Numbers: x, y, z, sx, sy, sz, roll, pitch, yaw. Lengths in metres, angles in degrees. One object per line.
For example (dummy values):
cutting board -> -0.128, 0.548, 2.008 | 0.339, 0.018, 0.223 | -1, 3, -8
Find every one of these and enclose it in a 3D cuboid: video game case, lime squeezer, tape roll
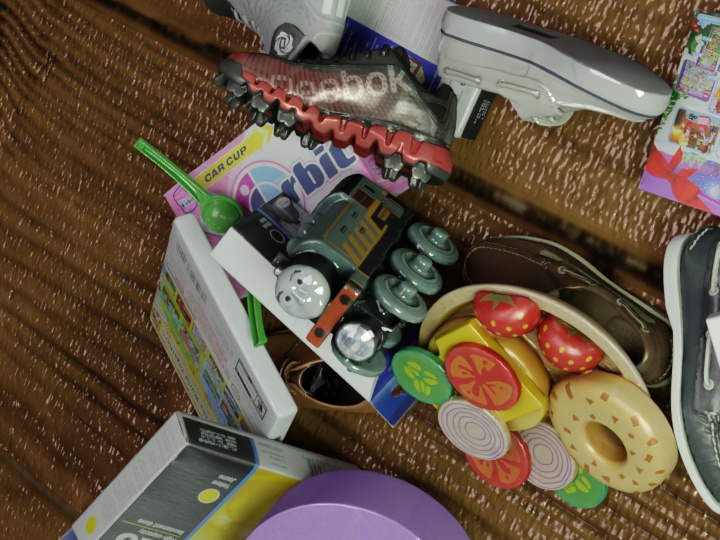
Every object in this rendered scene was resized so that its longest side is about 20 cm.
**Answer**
video game case -> -0.124, 0.077, 1.235 | 0.200, 0.023, 0.182 | 60, 153, 20
lime squeezer -> -0.117, -0.028, 1.176 | 0.200, 0.071, 0.038 | 59, 139, 9
tape roll -> -0.003, 0.262, 1.120 | 0.199, 0.066, 0.201 | 5, 108, 16

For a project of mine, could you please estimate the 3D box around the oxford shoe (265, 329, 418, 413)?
oxford shoe -> -0.048, 0.086, 1.211 | 0.199, 0.071, 0.072 | 0, 89, 38

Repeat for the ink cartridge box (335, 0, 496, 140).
ink cartridge box -> 0.035, -0.194, 1.186 | 0.200, 0.037, 0.095 | 34, 108, 31

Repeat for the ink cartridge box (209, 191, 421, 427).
ink cartridge box -> -0.019, 0.028, 1.129 | 0.200, 0.099, 0.039 | 43, 119, 2

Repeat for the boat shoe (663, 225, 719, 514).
boat shoe -> 0.255, 0.067, 0.974 | 0.060, 0.075, 0.201 | -17, 82, 53

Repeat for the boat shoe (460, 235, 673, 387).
boat shoe -> 0.150, 0.023, 1.062 | 0.202, 0.075, 0.075 | 25, 102, 35

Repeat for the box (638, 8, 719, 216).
box -> 0.304, -0.091, 0.976 | 0.200, 0.039, 0.137 | 24, 101, 35

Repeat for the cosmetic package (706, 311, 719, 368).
cosmetic package -> 0.322, 0.105, 0.901 | 0.150, 0.052, 0.201 | -17, 87, 18

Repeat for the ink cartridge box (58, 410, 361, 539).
ink cartridge box -> -0.128, 0.214, 1.185 | 0.200, 0.197, 0.047 | -48, 42, 24

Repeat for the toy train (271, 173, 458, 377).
toy train -> 0.000, 0.000, 1.067 | 0.114, 0.200, 0.085 | 36, 118, 0

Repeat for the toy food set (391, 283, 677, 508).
toy food set -> 0.124, 0.095, 1.039 | 0.200, 0.049, 0.198 | 47, 142, -8

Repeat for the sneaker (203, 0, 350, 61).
sneaker -> -0.082, -0.203, 1.208 | 0.200, 0.075, 0.116 | 5, 86, 54

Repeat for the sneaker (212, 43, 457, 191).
sneaker -> -0.012, -0.139, 1.108 | 0.200, 0.071, 0.098 | 20, 84, -3

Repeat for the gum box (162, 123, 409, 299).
gum box -> -0.067, -0.067, 1.217 | 0.200, 0.066, 0.114 | -34, 86, 30

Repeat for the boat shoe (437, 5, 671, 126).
boat shoe -> 0.138, -0.141, 1.058 | 0.200, 0.072, 0.066 | 25, 116, 30
